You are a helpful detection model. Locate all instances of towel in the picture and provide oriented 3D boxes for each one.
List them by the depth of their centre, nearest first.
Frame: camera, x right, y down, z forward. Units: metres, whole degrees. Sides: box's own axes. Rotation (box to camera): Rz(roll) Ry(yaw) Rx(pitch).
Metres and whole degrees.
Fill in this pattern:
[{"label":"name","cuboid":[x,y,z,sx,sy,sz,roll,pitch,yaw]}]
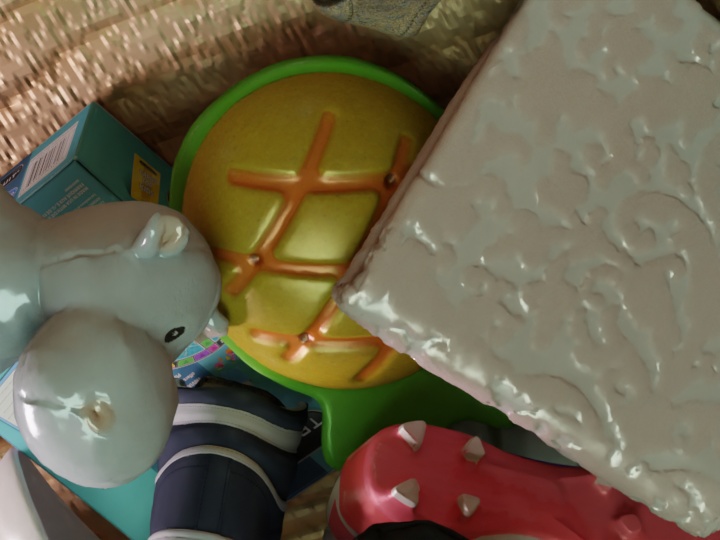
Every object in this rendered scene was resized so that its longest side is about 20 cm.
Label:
[{"label":"towel","cuboid":[0.114,-0.016,1.222,0.200,0.032,0.192,32,86,-17]}]

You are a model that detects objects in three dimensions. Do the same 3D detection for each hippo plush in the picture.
[{"label":"hippo plush","cuboid":[-0.137,0.021,1.228,0.160,0.201,0.159,11,156,8]}]

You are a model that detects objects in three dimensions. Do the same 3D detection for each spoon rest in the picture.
[{"label":"spoon rest","cuboid":[-0.135,0.157,1.427,0.060,0.100,0.200,-23,145,-6]}]

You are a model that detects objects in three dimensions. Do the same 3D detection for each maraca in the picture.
[{"label":"maraca","cuboid":[0.000,0.000,1.263,0.137,0.107,0.200,-29,112,6]}]

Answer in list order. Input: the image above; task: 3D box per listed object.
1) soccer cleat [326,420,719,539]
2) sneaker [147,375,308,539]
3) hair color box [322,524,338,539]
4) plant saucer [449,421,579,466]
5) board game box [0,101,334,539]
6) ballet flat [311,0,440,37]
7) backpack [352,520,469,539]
[{"label":"soccer cleat","cuboid":[0.082,0.118,1.282,0.199,0.067,0.076,19,151,-16]},{"label":"sneaker","cuboid":[-0.067,0.117,1.344,0.070,0.109,0.200,10,159,-2]},{"label":"hair color box","cuboid":[0.015,0.215,1.358,0.099,0.061,0.201,19,110,16]},{"label":"plant saucer","cuboid":[0.117,0.091,1.339,0.199,0.050,0.201,13,121,21]},{"label":"board game box","cuboid":[-0.102,0.036,1.352,0.151,0.047,0.200,-35,116,30]},{"label":"ballet flat","cuboid":[0.060,-0.159,1.172,0.067,0.068,0.200,29,135,-30]},{"label":"backpack","cuboid":[0.009,0.193,1.215,0.153,0.164,0.200,-7,167,-38]}]
